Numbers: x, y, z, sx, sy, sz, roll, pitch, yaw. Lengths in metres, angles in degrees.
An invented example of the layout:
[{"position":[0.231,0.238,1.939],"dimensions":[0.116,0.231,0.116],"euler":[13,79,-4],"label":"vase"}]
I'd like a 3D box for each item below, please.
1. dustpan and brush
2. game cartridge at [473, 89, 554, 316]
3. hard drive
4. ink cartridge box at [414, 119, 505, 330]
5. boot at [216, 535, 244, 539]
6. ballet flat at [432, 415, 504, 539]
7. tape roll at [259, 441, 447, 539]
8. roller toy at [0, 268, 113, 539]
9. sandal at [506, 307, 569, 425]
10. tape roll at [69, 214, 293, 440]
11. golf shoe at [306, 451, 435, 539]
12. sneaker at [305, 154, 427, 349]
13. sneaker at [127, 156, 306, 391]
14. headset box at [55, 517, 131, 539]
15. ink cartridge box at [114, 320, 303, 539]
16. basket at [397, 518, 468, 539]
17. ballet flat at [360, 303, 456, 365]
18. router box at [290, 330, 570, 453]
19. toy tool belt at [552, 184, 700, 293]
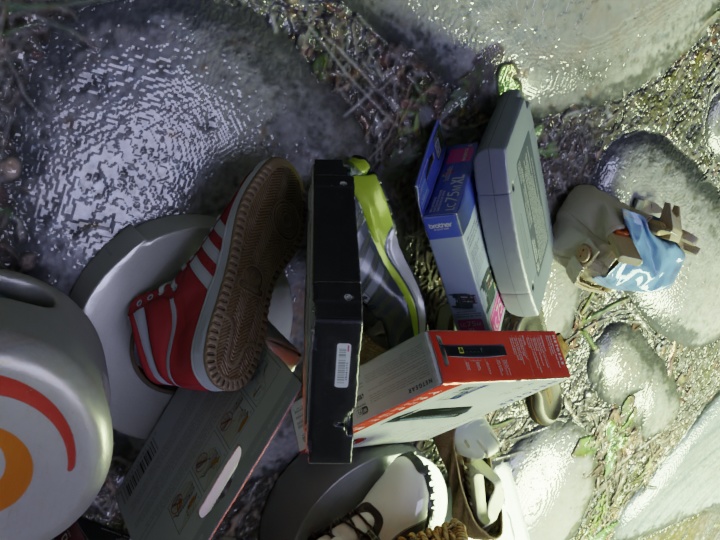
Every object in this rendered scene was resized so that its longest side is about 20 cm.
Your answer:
[{"position":[0.104,0.325,1.092],"dimensions":[0.200,0.057,0.140],"euler":[-30,114,-28],"label":"dustpan and brush"},{"position":[0.154,-0.060,0.901],"dimensions":[0.133,0.041,0.200],"euler":[-58,141,-44],"label":"game cartridge"},{"position":[-0.023,0.025,0.686],"dimensions":[0.038,0.200,0.140],"euler":[2,128,-4],"label":"hard drive"},{"position":[0.103,-0.034,0.879],"dimensions":[0.119,0.042,0.200],"euler":[-68,143,-47],"label":"ink cartridge box"},{"position":[-0.189,0.285,0.751],"dimensions":[0.200,0.070,0.132],"euler":[-50,126,-11],"label":"boot"},{"position":[0.125,0.214,1.006],"dimensions":[0.068,0.072,0.200],"euler":[-20,108,-32],"label":"ballet flat"},{"position":[-0.005,0.266,0.970],"dimensions":[0.200,0.066,0.201],"euler":[-16,121,-29],"label":"tape roll"},{"position":[-0.270,0.099,0.646],"dimensions":[0.182,0.140,0.200],"euler":[-35,120,-1],"label":"roller toy"},{"position":[0.212,0.108,1.038],"dimensions":[0.082,0.055,0.200],"euler":[-53,136,-36],"label":"sandal"},{"position":[-0.152,0.050,0.781],"dimensions":[0.203,0.037,0.203],"euler":[-16,121,-29],"label":"tape roll"},{"position":[0.000,0.265,0.880],"dimensions":[0.094,0.078,0.200],"euler":[21,97,-40],"label":"golf shoe"},{"position":[0.000,0.000,0.835],"dimensions":[0.081,0.074,0.200],"euler":[-23,103,-10],"label":"sneaker"},{"position":[-0.116,0.002,0.726],"dimensions":[0.071,0.112,0.200],"euler":[39,56,-38],"label":"sneaker"},{"position":[-0.238,0.325,0.826],"dimensions":[0.149,0.075,0.200],"euler":[36,89,-41],"label":"headset box"},{"position":[-0.111,0.142,0.714],"dimensions":[0.044,0.174,0.200],"euler":[29,94,-32],"label":"ink cartridge box"},{"position":[0.049,0.351,0.825],"dimensions":[0.149,0.143,0.200],"euler":[-7,125,-30],"label":"basket"},{"position":[0.071,0.070,0.926],"dimensions":[0.200,0.070,0.065],"euler":[-10,121,-33],"label":"ballet flat"},{"position":[0.064,0.114,0.856],"dimensions":[0.179,0.049,0.200],"euler":[3,153,-41],"label":"router box"},{"position":[0.313,-0.021,1.020],"dimensions":[0.200,0.123,0.125],"euler":[7,107,-38],"label":"toy tool belt"}]
